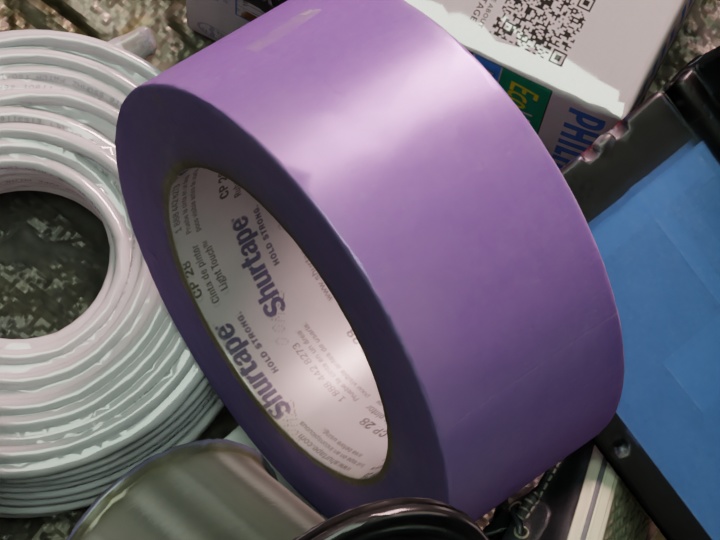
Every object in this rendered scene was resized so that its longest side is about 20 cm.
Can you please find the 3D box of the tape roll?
[{"bbox_3d":[0.000,0.000,0.894,0.085,0.200,0.200,-32,76,-23],"label":"tape roll"}]

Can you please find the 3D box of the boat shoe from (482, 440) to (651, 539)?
[{"bbox_3d":[0.073,0.113,0.966,0.062,0.075,0.200,9,55,23],"label":"boat shoe"}]

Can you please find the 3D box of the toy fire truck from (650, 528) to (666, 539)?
[{"bbox_3d":[0.169,0.124,0.988,0.141,0.049,0.200,-8,74,-4],"label":"toy fire truck"}]

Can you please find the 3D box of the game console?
[{"bbox_3d":[0.175,0.017,0.907,0.200,0.172,0.119,52,52,-9],"label":"game console"}]

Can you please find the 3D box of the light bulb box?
[{"bbox_3d":[0.056,-0.163,1.034,0.200,0.125,0.198,27,74,6],"label":"light bulb box"}]

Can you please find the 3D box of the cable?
[{"bbox_3d":[-0.138,-0.001,1.010,0.200,0.069,0.200,-19,74,-7],"label":"cable"}]

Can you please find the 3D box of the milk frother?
[{"bbox_3d":[-0.028,0.122,0.837,0.180,0.200,0.188,-8,32,-44],"label":"milk frother"}]

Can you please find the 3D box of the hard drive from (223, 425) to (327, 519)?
[{"bbox_3d":[-0.024,0.173,0.982,0.132,0.026,0.200,-40,77,-12],"label":"hard drive"}]
